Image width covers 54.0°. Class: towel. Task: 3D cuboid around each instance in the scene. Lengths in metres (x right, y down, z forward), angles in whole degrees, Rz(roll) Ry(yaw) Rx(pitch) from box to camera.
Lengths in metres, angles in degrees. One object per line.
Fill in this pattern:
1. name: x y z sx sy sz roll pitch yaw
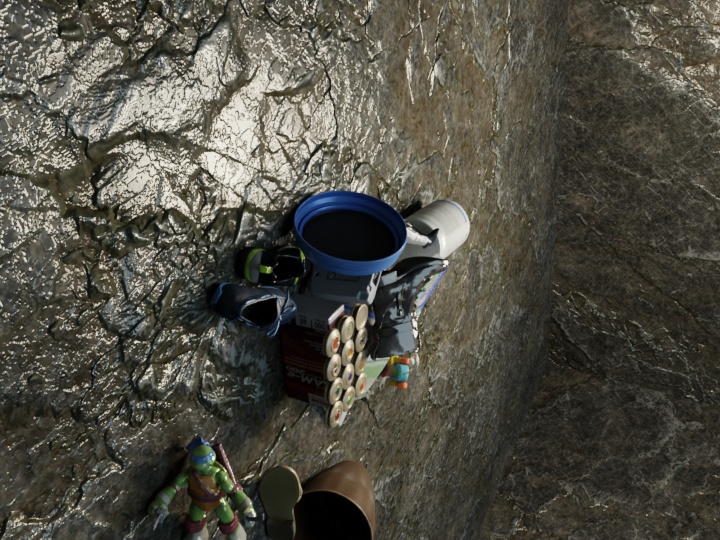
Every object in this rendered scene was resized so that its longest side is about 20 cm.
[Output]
1. towel: 0.023 0.182 1.460 0.200 0.031 0.149 -57 160 8

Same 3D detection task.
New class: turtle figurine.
1. turtle figurine: -0.234 0.373 1.053 0.143 0.200 0.195 -19 129 -22

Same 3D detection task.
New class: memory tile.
1. memory tile: -0.025 0.171 1.284 0.153 0.017 0.201 -41 136 -54

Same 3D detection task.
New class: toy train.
1. toy train: 0.080 0.182 1.667 0.200 0.055 0.151 -102 -154 -55

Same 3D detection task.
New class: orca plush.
1. orca plush: 0.083 -0.108 1.529 0.199 0.105 0.071 7 67 -25

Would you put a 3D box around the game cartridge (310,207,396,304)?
1. game cartridge: -0.017 -0.034 1.318 0.042 0.133 0.201 50 50 -51

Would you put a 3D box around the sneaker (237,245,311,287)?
1. sneaker: -0.123 0.001 1.177 0.200 0.083 0.072 -6 107 -64

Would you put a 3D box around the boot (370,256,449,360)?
1. boot: 0.093 0.072 1.363 0.199 0.069 0.175 -17 104 -21

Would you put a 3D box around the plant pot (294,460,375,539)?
1. plant pot: -0.045 0.491 1.486 0.200 0.186 0.188 -48 145 -71

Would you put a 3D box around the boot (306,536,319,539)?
1. boot: -0.103 0.675 1.544 0.188 0.068 0.201 32 73 -64

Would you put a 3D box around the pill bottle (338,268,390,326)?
1. pill bottle: 0.000 0.000 1.398 0.114 0.113 0.201 34 71 -63

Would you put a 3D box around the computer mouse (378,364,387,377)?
1. computer mouse: -0.003 0.228 1.552 0.200 0.034 0.059 -11 136 -59

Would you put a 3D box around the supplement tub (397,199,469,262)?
1. supplement tub: 0.170 -0.087 1.694 0.200 0.132 0.132 -32 130 -56

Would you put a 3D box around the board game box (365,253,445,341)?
1. board game box: 0.087 0.077 1.521 0.199 0.041 0.200 -32 156 -47

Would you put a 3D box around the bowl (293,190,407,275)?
1. bowl: -0.019 -0.066 1.237 0.201 0.200 0.039 -49 159 -45

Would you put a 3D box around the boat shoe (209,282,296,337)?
1. boat shoe: -0.160 0.071 1.136 0.200 0.069 0.084 5 112 -60

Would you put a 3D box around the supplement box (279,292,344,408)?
1. supplement box: -0.085 0.149 1.296 0.061 0.108 0.201 -45 139 -51

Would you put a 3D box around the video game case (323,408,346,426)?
1. video game case: -0.039 0.212 1.519 0.183 0.022 0.200 -63 151 -28

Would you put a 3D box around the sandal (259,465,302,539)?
1. sandal: -0.148 0.427 1.358 0.070 0.077 0.212 -75 170 -58
